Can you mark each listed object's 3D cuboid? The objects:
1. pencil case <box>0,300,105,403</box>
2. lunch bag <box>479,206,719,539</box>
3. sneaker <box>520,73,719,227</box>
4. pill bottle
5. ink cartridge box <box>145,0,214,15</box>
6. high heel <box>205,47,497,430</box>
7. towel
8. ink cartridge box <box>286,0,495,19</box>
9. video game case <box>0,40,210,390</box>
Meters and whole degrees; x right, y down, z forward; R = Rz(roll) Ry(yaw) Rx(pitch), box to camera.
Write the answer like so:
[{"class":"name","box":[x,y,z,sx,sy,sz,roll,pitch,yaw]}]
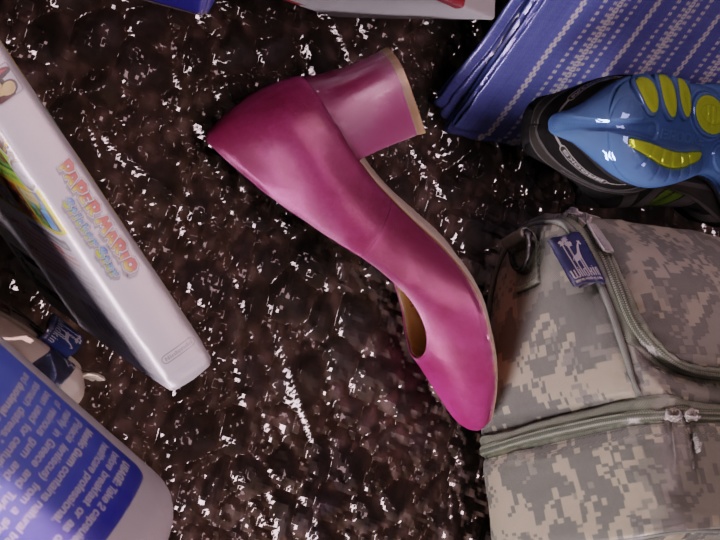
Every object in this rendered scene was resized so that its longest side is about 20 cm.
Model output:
[{"class":"pencil case","box":[-0.181,0.105,1.005,0.089,0.078,0.200,27,74,-9]},{"class":"lunch bag","box":[0.157,0.060,1.234,0.200,0.139,0.168,5,73,-38]},{"class":"sneaker","box":[0.144,-0.062,1.220,0.199,0.083,0.071,11,85,-57]},{"class":"pill bottle","box":[-0.141,0.091,0.921,0.200,0.112,0.112,44,66,-11]},{"class":"ink cartridge box","box":[-0.104,-0.175,0.959,0.200,0.137,0.076,16,125,-1]},{"class":"high heel","box":[0.000,0.000,1.160,0.096,0.067,0.200,-23,118,-10]},{"class":"towel","box":[0.146,-0.113,1.228,0.200,0.024,0.145,6,133,-38]},{"class":"ink cartridge box","box":[0.010,-0.217,1.094,0.146,0.083,0.201,-3,95,-75]},{"class":"video game case","box":[-0.138,-0.049,0.950,0.023,0.200,0.182,-36,109,-11]}]
